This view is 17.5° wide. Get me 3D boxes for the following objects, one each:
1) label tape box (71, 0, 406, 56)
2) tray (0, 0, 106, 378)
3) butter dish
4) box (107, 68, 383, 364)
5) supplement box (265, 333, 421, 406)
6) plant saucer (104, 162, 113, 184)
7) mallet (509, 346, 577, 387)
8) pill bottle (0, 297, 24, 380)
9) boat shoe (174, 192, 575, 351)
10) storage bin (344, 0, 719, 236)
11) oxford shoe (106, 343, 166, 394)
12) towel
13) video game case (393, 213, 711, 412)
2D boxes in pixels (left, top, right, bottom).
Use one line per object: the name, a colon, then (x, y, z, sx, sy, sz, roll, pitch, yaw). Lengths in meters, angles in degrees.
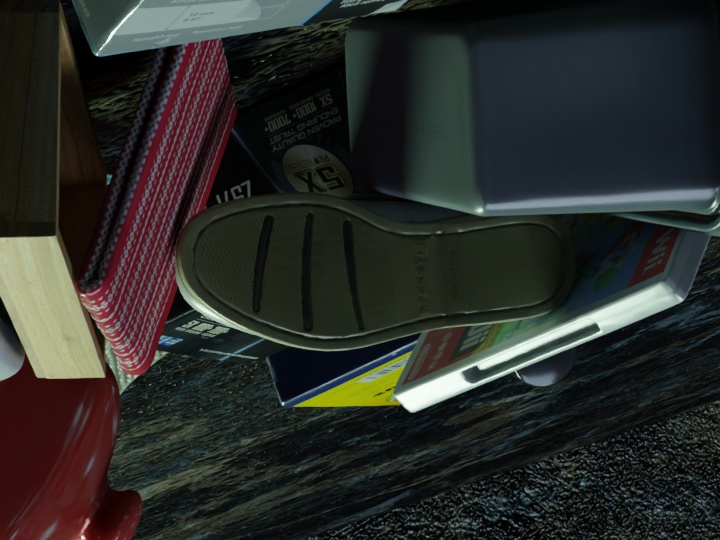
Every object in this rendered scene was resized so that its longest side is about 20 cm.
label tape box: (-0.002, -0.151, 0.803, 0.143, 0.066, 0.200, -13, 167, -37)
tray: (-0.134, -0.029, 0.992, 0.037, 0.099, 0.200, -1, 162, 0)
butter dish: (-0.190, 0.110, 1.302, 0.200, 0.147, 0.200, -59, 179, -17)
box: (-0.038, -0.023, 1.278, 0.163, 0.087, 0.200, -25, 168, 13)
supplement box: (0.014, 0.017, 1.496, 0.109, 0.109, 0.200, -25, 168, 19)
plant saucer: (-0.219, -0.016, 1.158, 0.199, 0.019, 0.070, -26, 168, 17)
mallet: (0.136, -0.023, 1.223, 0.200, 0.041, 0.066, -49, -155, 8)
pill bottle: (-0.260, 0.027, 1.035, 0.199, 0.114, 0.113, -21, 169, 0)
boat shoe: (0.000, 0.000, 1.117, 0.199, 0.075, 0.068, 3, 180, -24)
storage bin: (0.080, -0.086, 1.065, 0.134, 0.147, 0.200, -6, -171, -21)
oxford shoe: (-0.158, 0.040, 1.445, 0.200, 0.058, 0.075, -44, 153, 25)
towel: (-0.091, -0.036, 1.045, 0.022, 0.145, 0.200, 17, 169, 4)
video game case: (0.108, -0.010, 1.183, 0.200, 0.017, 0.143, -26, -152, 46)
